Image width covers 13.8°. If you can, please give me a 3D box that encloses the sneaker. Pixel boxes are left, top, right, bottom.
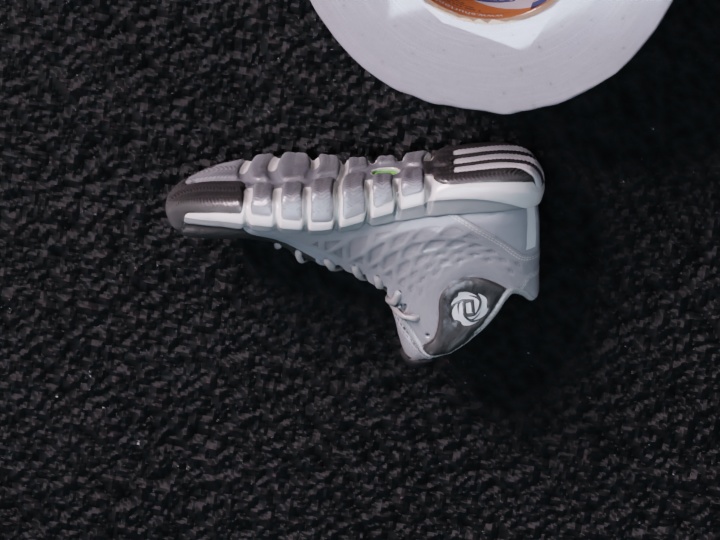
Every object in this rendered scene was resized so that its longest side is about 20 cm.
[{"bbox_3d":[0.000,0.000,1.557,0.199,0.075,0.116,-3,113,10],"label":"sneaker"}]

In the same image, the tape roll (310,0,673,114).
[{"bbox_3d":[0.067,-0.182,1.479,0.200,0.066,0.201,3,111,8],"label":"tape roll"}]
